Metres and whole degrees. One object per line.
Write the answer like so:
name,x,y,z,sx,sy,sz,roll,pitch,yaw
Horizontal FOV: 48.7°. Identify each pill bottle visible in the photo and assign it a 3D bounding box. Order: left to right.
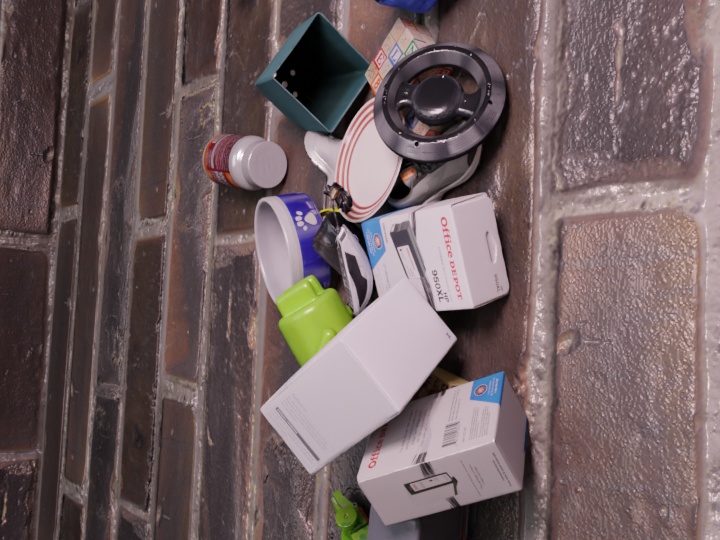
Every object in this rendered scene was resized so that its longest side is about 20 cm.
pill bottle,-0.239,-0.224,1.644,0.198,0.108,0.112,16,98,53

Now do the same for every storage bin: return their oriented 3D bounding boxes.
storage bin,0.079,0.401,1.102,0.143,0.133,0.205,8,93,34

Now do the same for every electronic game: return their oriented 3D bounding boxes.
electronic game,0.113,-0.245,1.149,0.195,0.042,0.205,-8,64,15

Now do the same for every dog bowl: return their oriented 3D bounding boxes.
dog bowl,-0.125,-0.036,1.440,0.199,0.077,0.205,168,90,-68

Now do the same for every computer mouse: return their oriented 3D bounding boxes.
computer mouse,-0.012,-0.033,1.210,0.110,0.043,0.205,-144,42,-76

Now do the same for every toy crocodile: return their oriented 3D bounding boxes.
toy crocodile,0.008,0.432,1.277,0.200,0.061,0.069,47,157,51

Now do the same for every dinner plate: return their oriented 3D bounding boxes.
dinner plate,0.018,-0.174,1.258,0.199,0.024,0.205,-31,52,51

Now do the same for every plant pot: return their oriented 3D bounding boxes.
plant pot,-0.101,-0.343,1.427,0.143,0.141,0.199,-55,24,-10

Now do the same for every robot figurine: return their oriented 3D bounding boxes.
robot figurine,-0.060,0.113,1.324,0.114,0.176,0.203,-29,95,11

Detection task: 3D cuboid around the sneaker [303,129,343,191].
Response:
sneaker,-0.034,-0.198,1.415,0.087,0.074,0.202,-47,54,20

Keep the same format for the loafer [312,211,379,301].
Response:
loafer,0.000,0.000,1.292,0.201,0.072,0.072,51,126,12

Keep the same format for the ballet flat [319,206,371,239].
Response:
ballet flat,-0.013,-0.066,1.357,0.199,0.066,0.068,28,107,51

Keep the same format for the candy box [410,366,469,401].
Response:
candy box,0.079,0.196,1.211,0.198,0.054,0.118,21,101,51

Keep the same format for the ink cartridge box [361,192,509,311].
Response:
ink cartridge box,0.105,-0.021,1.152,0.198,0.083,0.148,-7,99,52

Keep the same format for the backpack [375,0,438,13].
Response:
backpack,0.095,-0.487,1.184,0.201,0.165,0.165,-51,46,41

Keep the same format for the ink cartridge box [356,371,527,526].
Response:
ink cartridge box,0.109,0.231,1.035,0.197,0.147,0.085,-23,110,25

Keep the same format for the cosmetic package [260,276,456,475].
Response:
cosmetic package,0.000,0.142,1.097,0.124,0.199,0.199,50,126,1

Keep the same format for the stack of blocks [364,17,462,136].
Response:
stack of blocks,0.090,-0.286,1.254,0.116,0.058,0.203,-52,48,36

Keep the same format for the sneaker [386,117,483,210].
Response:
sneaker,0.111,-0.154,1.195,0.200,0.078,0.075,-47,49,37
